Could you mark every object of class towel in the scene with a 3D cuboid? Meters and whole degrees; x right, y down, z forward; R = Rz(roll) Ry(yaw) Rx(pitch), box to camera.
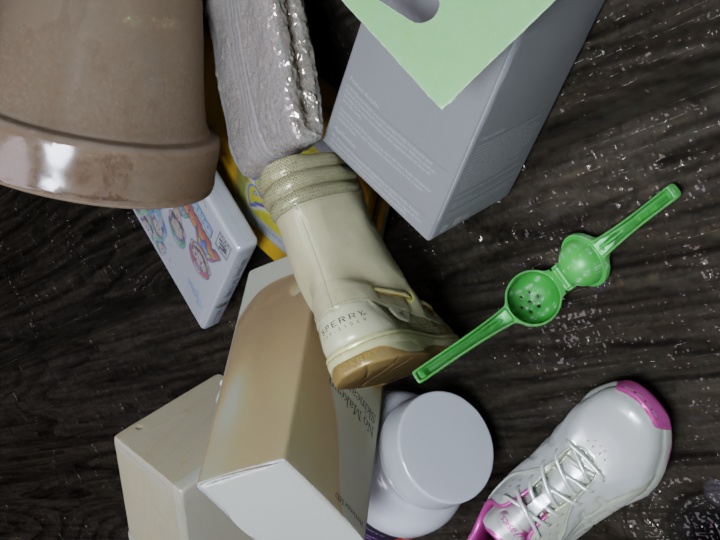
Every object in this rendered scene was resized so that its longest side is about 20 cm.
[{"bbox_3d":[-0.071,-0.170,0.806,0.132,0.034,0.201,165,95,-68],"label":"towel"}]

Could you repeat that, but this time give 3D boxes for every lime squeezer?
[{"bbox_3d":[0.118,0.003,0.739,0.200,0.071,0.038,-38,65,25],"label":"lime squeezer"}]

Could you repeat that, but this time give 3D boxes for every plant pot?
[{"bbox_3d":[-0.185,-0.155,0.834,0.200,0.200,0.175,28,113,36],"label":"plant pot"}]

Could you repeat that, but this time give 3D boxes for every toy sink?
[{"bbox_3d":[-0.149,0.225,1.157,0.112,0.130,0.200,29,135,36],"label":"toy sink"}]

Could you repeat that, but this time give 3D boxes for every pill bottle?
[{"bbox_3d":[0.014,0.158,0.927,0.112,0.111,0.200,58,145,2],"label":"pill bottle"}]

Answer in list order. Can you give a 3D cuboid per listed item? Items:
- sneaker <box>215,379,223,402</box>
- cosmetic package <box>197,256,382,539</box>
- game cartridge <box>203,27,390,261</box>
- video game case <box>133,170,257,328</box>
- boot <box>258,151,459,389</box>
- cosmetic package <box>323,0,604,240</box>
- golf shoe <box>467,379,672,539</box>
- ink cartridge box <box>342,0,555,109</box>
[{"bbox_3d":[-0.077,0.088,1.010,0.074,0.087,0.200,37,138,30],"label":"sneaker"},{"bbox_3d":[-0.040,0.090,0.834,0.071,0.200,0.105,-20,129,25],"label":"cosmetic package"},{"bbox_3d":[-0.059,-0.079,0.919,0.200,0.032,0.177,39,139,26],"label":"game cartridge"},{"bbox_3d":[-0.162,-0.066,1.021,0.200,0.024,0.182,58,154,12],"label":"video game case"},{"bbox_3d":[0.000,0.000,0.813,0.073,0.200,0.156,-27,79,15],"label":"boot"},{"bbox_3d":[0.060,-0.127,0.700,0.107,0.090,0.200,46,139,19],"label":"cosmetic package"},{"bbox_3d":[0.136,0.148,0.793,0.075,0.091,0.200,48,141,19],"label":"golf shoe"},{"bbox_3d":[0.063,-0.200,0.578,0.200,0.048,0.146,-43,77,9],"label":"ink cartridge box"}]
